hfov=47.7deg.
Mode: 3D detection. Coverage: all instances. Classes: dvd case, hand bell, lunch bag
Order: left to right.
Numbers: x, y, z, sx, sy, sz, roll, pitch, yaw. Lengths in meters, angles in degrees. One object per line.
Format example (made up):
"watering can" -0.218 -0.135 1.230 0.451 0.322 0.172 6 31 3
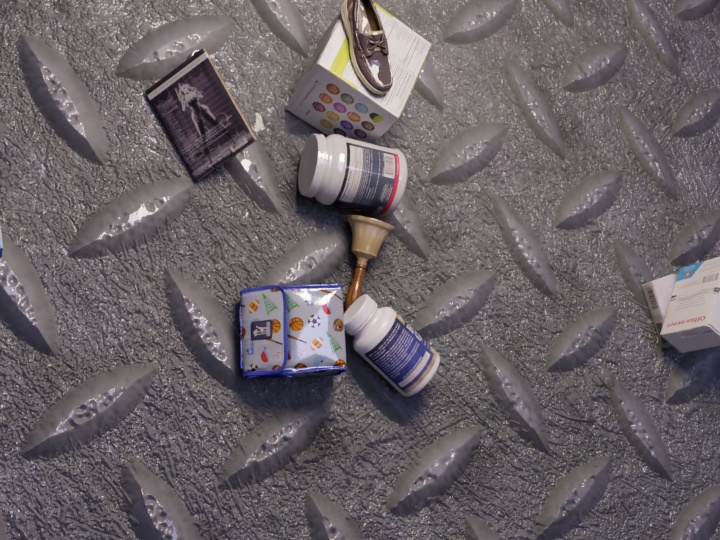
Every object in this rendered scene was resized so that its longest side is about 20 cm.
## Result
"dvd case" -0.308 -0.298 1.569 0.147 0.016 0.202 -30 91 15
"lunch bag" -0.130 0.117 1.541 0.195 0.124 0.174 0 76 -10
"hand bell" 0.000 0.000 1.662 0.102 0.104 0.204 15 84 -20

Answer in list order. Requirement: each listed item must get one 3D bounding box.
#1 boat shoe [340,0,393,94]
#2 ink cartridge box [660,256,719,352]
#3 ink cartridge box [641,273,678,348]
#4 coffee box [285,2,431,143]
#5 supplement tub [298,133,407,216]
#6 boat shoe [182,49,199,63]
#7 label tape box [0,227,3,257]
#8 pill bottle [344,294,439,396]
"boat shoe" 0.018 -0.438 1.552 0.071 0.065 0.204 -13 82 -27
"ink cartridge box" 0.807 0.079 1.913 0.085 0.146 0.202 35 63 -17
"ink cartridge box" 0.800 0.086 2.014 0.196 0.057 0.166 -14 83 -22
"coffee box" -0.005 -0.400 1.681 0.196 0.199 0.203 30 65 -14
"supplement tub" -0.016 -0.195 1.658 0.196 0.140 0.143 10 73 -22
"boat shoe" -0.297 -0.336 1.604 0.071 0.068 0.204 -11 82 -26
"label tape box" -0.689 -0.119 1.374 0.141 0.066 0.204 -6 77 -26
"pill bottle" 0.055 0.145 1.615 0.200 0.111 0.112 44 64 -13
